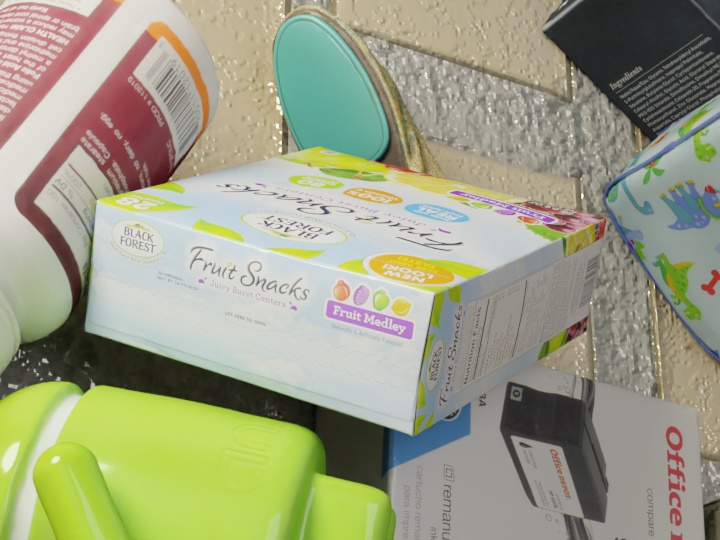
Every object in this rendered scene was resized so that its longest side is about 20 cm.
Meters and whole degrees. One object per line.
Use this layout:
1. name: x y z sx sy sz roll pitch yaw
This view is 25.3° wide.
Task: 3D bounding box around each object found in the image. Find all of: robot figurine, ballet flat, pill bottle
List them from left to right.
1. pill bottle: -0.158 -0.039 0.728 0.114 0.114 0.200 40 54 -12
2. robot figurine: -0.088 0.111 0.675 0.199 0.176 0.116 11 77 6
3. ballet flat: 0.015 -0.054 0.885 0.071 0.071 0.200 -24 83 -38

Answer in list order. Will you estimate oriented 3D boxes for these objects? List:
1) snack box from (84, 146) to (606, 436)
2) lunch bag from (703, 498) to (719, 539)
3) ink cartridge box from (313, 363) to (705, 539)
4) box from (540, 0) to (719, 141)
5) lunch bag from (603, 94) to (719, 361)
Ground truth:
1. snack box: 0.000 0.000 0.743 0.200 0.168 0.068 -24 125 -60
2. lunch bag: 0.261 0.229 0.867 0.200 0.139 0.168 29 58 -23
3. ink cartridge box: 0.078 0.128 0.828 0.199 0.084 0.146 16 62 -27
4. box: 0.245 -0.153 1.044 0.200 0.107 0.149 42 54 -10
5. lunch bag: 0.248 -0.031 0.934 0.082 0.200 0.161 -37 90 -31
